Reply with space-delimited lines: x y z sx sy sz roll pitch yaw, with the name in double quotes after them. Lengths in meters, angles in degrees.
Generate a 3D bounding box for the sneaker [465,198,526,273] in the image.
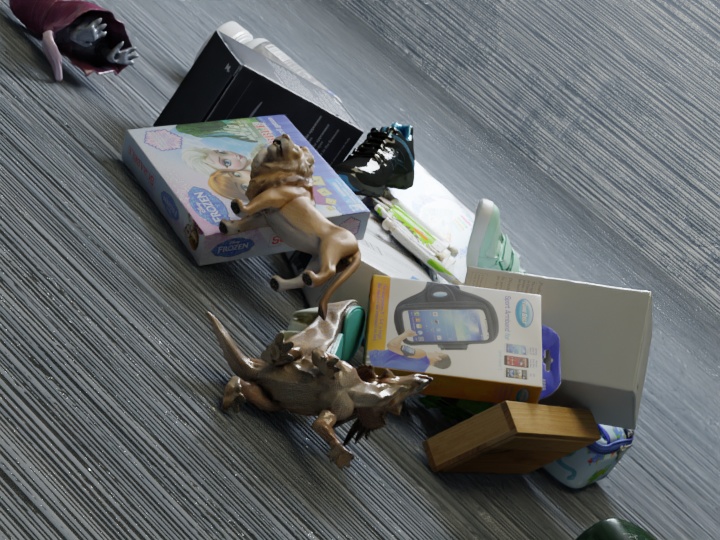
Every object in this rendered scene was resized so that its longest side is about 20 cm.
0.187 -0.003 1.642 0.118 0.201 0.074 6 47 14 "sneaker"

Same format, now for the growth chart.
0.068 -0.041 1.679 0.145 0.018 0.200 40 12 -7 "growth chart"

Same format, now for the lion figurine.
-0.055 -0.042 1.374 0.122 0.073 0.200 -24 66 -38 "lion figurine"

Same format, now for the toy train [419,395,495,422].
0.093 0.130 1.460 0.200 0.042 0.056 30 -17 -26 "toy train"

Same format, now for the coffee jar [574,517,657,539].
0.264 0.317 1.239 0.104 0.085 0.200 31 15 -33 "coffee jar"

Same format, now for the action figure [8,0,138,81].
-0.364 -0.292 1.666 0.200 0.134 0.149 31 53 28 "action figure"

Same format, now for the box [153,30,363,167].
-0.124 -0.173 1.693 0.200 0.148 0.104 27 18 -37 "box"

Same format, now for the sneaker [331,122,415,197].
0.011 -0.136 1.701 0.073 0.082 0.200 12 14 19 "sneaker"

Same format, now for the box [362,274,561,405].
0.104 0.071 1.394 0.199 0.042 0.119 5 49 0 "box"

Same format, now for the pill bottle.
-0.134 -0.257 1.988 0.200 0.114 0.114 39 15 9 "pill bottle"

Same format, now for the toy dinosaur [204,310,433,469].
-0.047 0.099 1.204 0.200 0.086 0.136 22 4 4 "toy dinosaur"

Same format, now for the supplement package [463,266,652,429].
0.204 0.083 1.492 0.199 0.117 0.117 9 -25 16 "supplement package"

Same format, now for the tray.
0.156 0.171 1.396 0.200 0.099 0.037 15 51 -56 "tray"

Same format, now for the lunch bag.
0.213 0.159 1.609 0.200 0.083 0.161 43 19 23 "lunch bag"

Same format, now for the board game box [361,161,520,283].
0.086 -0.031 1.789 0.199 0.043 0.200 43 39 3 "board game box"

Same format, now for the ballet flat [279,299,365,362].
-0.042 0.065 1.344 0.067 0.068 0.200 11 11 8 "ballet flat"

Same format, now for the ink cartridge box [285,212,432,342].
0.000 0.000 1.582 0.144 0.084 0.200 30 17 -29 "ink cartridge box"

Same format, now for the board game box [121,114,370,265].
-0.124 -0.092 1.493 0.199 0.041 0.200 -10 42 -33 "board game box"
